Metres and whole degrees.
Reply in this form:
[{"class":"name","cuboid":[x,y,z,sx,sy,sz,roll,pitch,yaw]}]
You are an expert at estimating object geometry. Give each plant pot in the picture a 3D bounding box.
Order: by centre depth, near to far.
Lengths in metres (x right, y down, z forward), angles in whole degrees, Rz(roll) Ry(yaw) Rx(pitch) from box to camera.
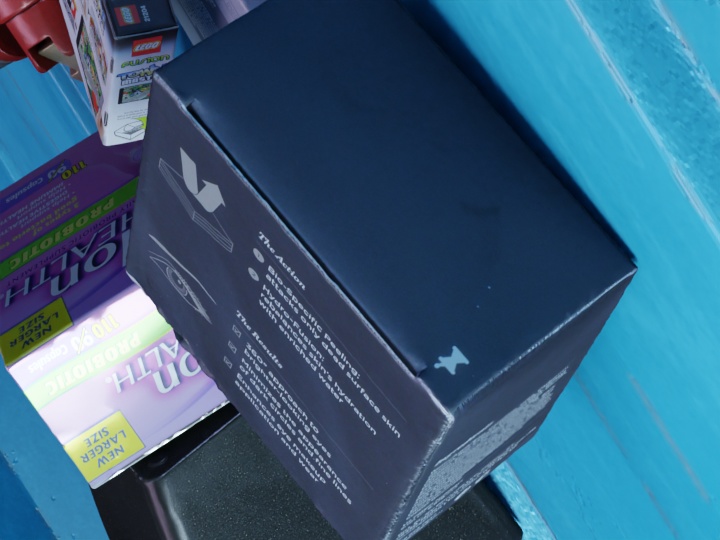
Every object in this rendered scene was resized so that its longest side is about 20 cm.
[{"class":"plant pot","cuboid":[-0.060,0.120,1.315,0.199,0.200,0.178,35,160,56]}]

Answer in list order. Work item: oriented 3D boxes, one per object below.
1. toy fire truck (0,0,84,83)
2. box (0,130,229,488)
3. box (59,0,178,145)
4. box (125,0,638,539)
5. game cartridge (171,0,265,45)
[{"class":"toy fire truck","cuboid":[-0.213,-0.150,1.358,0.176,0.129,0.200,-20,107,50]},{"class":"box","cuboid":[-0.124,-0.001,1.274,0.097,0.175,0.200,59,178,-31]},{"class":"box","cuboid":[-0.144,-0.180,1.184,0.110,0.035,0.201,111,144,-62]},{"class":"box","cuboid":[0.000,0.000,1.005,0.197,0.117,0.200,49,157,14]},{"class":"game cartridge","cuboid":[-0.055,-0.124,1.159,0.201,0.040,0.133,59,169,-7]}]
